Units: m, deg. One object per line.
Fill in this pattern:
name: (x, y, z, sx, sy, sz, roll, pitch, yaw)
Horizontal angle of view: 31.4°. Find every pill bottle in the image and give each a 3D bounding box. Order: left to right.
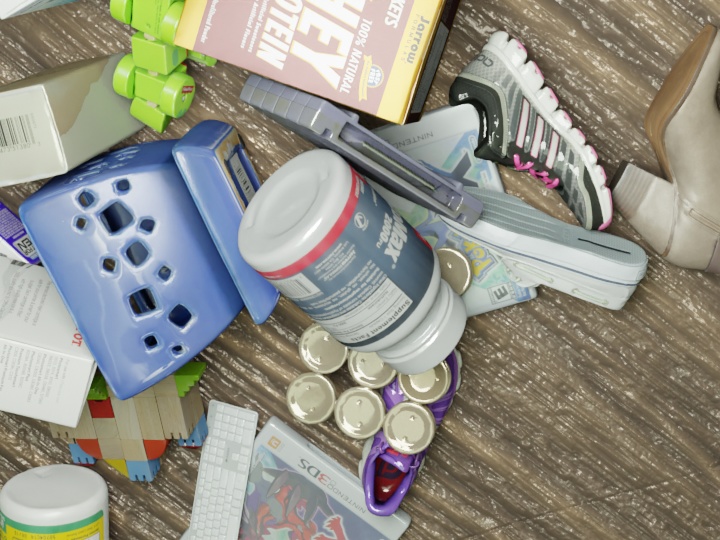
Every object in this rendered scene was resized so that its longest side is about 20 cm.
pill bottle: (-0.322, 0.319, 1.354, 0.112, 0.113, 0.202, 5, 108, 8)
pill bottle: (0.000, 0.000, 1.110, 0.119, 0.120, 0.200, -36, 125, 18)

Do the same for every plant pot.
plant pot: (-0.173, -0.027, 1.183, 0.179, 0.200, 0.201, -24, 102, 9)

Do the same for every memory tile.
memory tile: (0.018, 0.063, 1.214, 0.152, 0.017, 0.202, 14, 93, 11)

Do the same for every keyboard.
keyboard: (-0.146, 0.237, 1.328, 0.056, 0.011, 0.202, 14, 100, 25)

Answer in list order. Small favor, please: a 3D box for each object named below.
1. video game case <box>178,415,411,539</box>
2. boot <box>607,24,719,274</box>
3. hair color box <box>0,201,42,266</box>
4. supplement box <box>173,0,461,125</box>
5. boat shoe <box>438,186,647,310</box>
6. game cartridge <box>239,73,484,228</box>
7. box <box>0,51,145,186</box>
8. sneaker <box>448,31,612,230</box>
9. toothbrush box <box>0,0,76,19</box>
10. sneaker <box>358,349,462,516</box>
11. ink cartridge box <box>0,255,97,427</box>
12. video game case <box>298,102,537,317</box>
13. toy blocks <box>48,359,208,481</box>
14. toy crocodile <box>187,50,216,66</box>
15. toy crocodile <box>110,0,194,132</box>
video game case: (-0.075, 0.280, 1.346, 0.182, 0.023, 0.200, 36, 110, -2)
boot: (0.320, -0.098, 1.145, 0.145, 0.070, 0.201, 26, 111, -5)
hair color box: (-0.423, -0.043, 1.288, 0.200, 0.065, 0.109, 44, 108, -4)
supplement box: (-0.026, -0.218, 1.081, 0.196, 0.200, 0.134, 20, 99, 3)
boat shoe: (0.158, -0.013, 1.167, 0.199, 0.074, 0.067, 21, 122, 6)
game cartridge: (0.002, -0.104, 1.095, 0.199, 0.130, 0.039, 29, 95, -38)
box: (-0.276, -0.139, 1.160, 0.094, 0.200, 0.078, -10, 105, 12)
sneaker: (0.149, -0.111, 1.151, 0.087, 0.074, 0.201, -35, 93, -3)
toothbrush box: (-0.273, -0.310, 1.107, 0.085, 0.200, 0.147, -25, 102, 16)
sneaker: (0.049, 0.153, 1.252, 0.080, 0.084, 0.202, 13, 109, -1)
ink cartridge box: (-0.341, 0.055, 1.198, 0.198, 0.146, 0.085, 16, 115, -10)
video game case: (0.054, -0.043, 1.225, 0.181, 0.022, 0.201, -16, 104, 15)
toy blocks: (-0.238, 0.151, 1.306, 0.198, 0.100, 0.138, -1, 117, 14)
toy crocodile: (-0.142, -0.289, 1.168, 0.067, 0.061, 0.202, 20, 116, 42)
toy crocodile: (-0.180, -0.206, 1.152, 0.067, 0.062, 0.201, 22, 135, 14)
